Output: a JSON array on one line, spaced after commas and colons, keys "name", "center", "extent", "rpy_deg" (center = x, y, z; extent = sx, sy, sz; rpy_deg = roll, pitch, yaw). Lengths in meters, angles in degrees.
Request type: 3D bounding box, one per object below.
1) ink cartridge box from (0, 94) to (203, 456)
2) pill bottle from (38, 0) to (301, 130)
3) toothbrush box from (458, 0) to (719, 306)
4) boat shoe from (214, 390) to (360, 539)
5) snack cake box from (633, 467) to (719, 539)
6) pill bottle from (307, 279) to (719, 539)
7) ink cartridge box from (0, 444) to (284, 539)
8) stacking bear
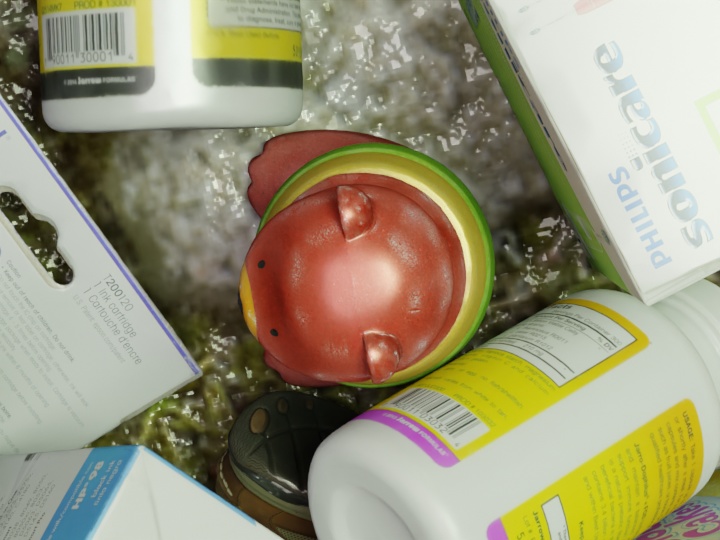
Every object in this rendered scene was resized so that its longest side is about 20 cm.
[{"name": "ink cartridge box", "center": [-0.207, 0.019, 0.791], "extent": [0.200, 0.043, 0.198], "rpy_deg": [-31, 110, 5]}, {"name": "pill bottle", "center": [-0.084, -0.162, 0.753], "extent": [0.114, 0.114, 0.201], "rpy_deg": [-1, 95, 3]}, {"name": "toothbrush box", "center": [0.109, -0.075, 0.714], "extent": [0.086, 0.200, 0.146], "rpy_deg": [-27, 92, 5]}, {"name": "boat shoe", "center": [0.024, 0.123, 0.805], "extent": [0.199, 0.076, 0.074], "rpy_deg": [25, 128, -8]}, {"name": "snack cake box", "center": [0.173, 0.131, 0.726], "extent": [0.115, 0.200, 0.067], "rpy_deg": [-19, 93, 4]}, {"name": "pill bottle", "center": [0.082, 0.074, 0.738], "extent": [0.200, 0.104, 0.105], "rpy_deg": [-27, 93, -31]}, {"name": "ink cartridge box", "center": [-0.115, 0.135, 0.758], "extent": [0.116, 0.200, 0.067], "rpy_deg": [38, 63, -26]}, {"name": "stacking bear", "center": [0.000, 0.000, 0.725], "extent": [0.113, 0.200, 0.122], "rpy_deg": [-4, 94, 4]}]
